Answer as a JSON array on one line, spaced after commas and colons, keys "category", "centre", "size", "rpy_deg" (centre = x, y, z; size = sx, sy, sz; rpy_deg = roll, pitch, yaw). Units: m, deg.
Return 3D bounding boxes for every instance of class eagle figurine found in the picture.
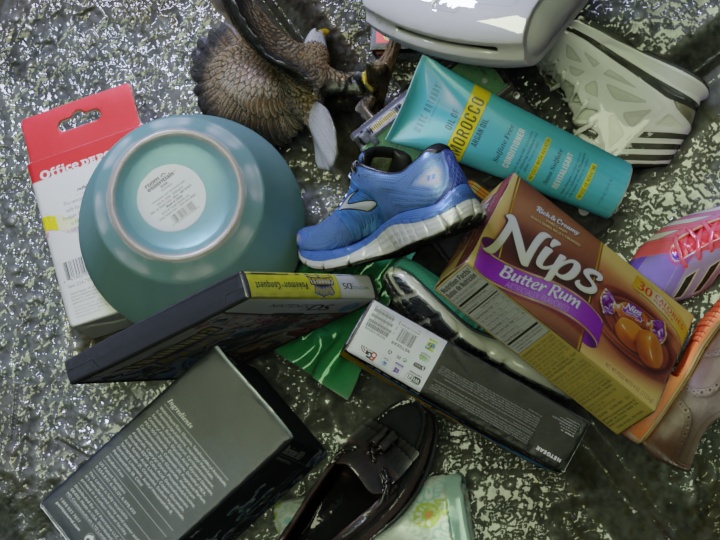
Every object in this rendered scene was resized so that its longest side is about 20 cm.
[{"category": "eagle figurine", "centre": [-0.069, -0.183, 1.677], "size": [0.199, 0.151, 0.152], "rpy_deg": [18, 98, 3]}]

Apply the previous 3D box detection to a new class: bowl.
[{"category": "bowl", "centre": [-0.149, -0.051, 1.609], "size": [0.200, 0.105, 0.202], "rpy_deg": [0, 77, 1]}]

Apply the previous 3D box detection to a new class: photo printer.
[{"category": "photo printer", "centre": [0.109, -0.247, 1.583], "size": [0.166, 0.070, 0.200], "rpy_deg": [17, 49, 26]}]

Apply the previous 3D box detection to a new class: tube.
[{"category": "tube", "centre": [0.126, -0.105, 1.577], "size": [0.199, 0.050, 0.078], "rpy_deg": [23, 100, -7]}]

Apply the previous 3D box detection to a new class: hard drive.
[{"category": "hard drive", "centre": [0.104, -0.078, 1.620], "size": [0.140, 0.038, 0.200], "rpy_deg": [-39, 105, 2]}]

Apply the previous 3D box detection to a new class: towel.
[{"category": "towel", "centre": [0.021, 0.281, 1.604], "size": [0.171, 0.048, 0.201], "rpy_deg": [-10, 77, 8]}]

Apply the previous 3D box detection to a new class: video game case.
[{"category": "video game case", "centre": [-0.112, 0.049, 1.565], "size": [0.200, 0.181, 0.026], "rpy_deg": [-26, 75, 32]}]

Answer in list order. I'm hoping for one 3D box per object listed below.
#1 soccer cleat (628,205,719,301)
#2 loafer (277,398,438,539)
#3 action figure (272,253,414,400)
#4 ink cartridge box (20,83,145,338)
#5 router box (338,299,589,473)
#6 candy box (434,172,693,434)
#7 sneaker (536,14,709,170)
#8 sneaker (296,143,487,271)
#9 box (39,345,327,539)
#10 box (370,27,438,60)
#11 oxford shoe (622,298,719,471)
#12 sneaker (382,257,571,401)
[{"category": "soccer cleat", "centre": [0.314, -0.032, 1.594], "size": [0.199, 0.076, 0.067], "rpy_deg": [-22, 76, 6]}, {"category": "loafer", "centre": [-0.005, 0.187, 1.577], "size": [0.072, 0.063, 0.200], "rpy_deg": [30, 76, 28]}, {"category": "action figure", "centre": [0.000, 0.000, 1.660], "size": [0.118, 0.055, 0.200], "rpy_deg": [33, 91, 17]}, {"category": "ink cartridge box", "centre": [-0.224, -0.053, 1.707], "size": [0.116, 0.067, 0.201], "rpy_deg": [-18, 76, 6]}, {"category": "router box", "centre": [0.082, 0.096, 1.554], "size": [0.200, 0.149, 0.051], "rpy_deg": [30, 85, 0]}, {"category": "candy box", "centre": [0.169, 0.026, 1.559], "size": [0.200, 0.056, 0.117], "rpy_deg": [39, 50, -9]}, {"category": "sneaker", "centre": [0.189, -0.148, 1.629], "size": [0.200, 0.076, 0.116], "rpy_deg": [25, 86, -1]}, {"category": "sneaker", "centre": [0.019, -0.055, 1.567], "size": [0.200, 0.078, 0.089], "rpy_deg": [-20, 84, 44]}, {"category": "box", "centre": [-0.145, 0.176, 1.605], "size": [0.200, 0.148, 0.107], "rpy_deg": [-43, 75, 1]}, {"category": "box", "centre": [0.081, -0.290, 1.710], "size": [0.136, 0.040, 0.201], "rpy_deg": [-1, 79, 12]}, {"category": "oxford shoe", "centre": [0.305, 0.076, 1.585], "size": [0.073, 0.071, 0.200], "rpy_deg": [37, 96, 5]}, {"category": "sneaker", "centre": [0.108, 0.038, 1.601], "size": [0.200, 0.077, 0.080], "rpy_deg": [28, 78, -18]}]
